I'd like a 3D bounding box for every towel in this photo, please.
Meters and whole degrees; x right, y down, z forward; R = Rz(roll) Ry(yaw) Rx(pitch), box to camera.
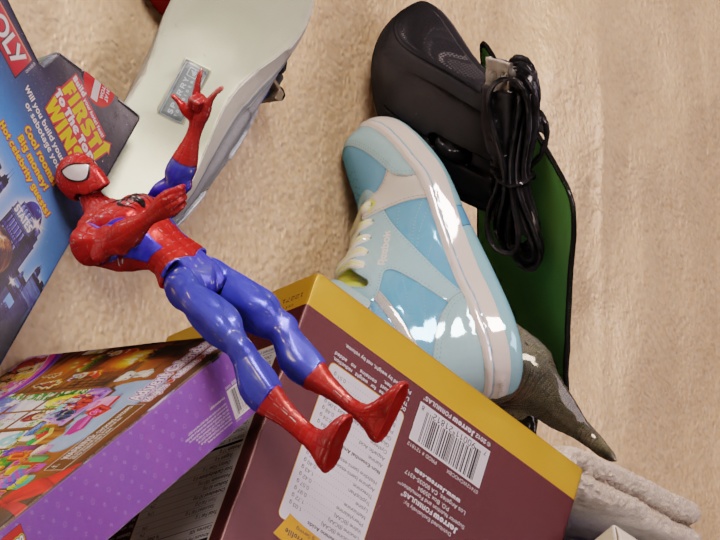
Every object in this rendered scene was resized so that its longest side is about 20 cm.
[{"bbox_3d":[0.109,0.137,1.342,0.200,0.132,0.035,30,57,-55],"label":"towel"}]

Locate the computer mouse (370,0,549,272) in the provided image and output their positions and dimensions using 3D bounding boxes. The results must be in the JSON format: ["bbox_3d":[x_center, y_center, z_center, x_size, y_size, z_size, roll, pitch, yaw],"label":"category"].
[{"bbox_3d":[0.049,-0.095,1.356,0.053,0.200,0.139,-15,124,-16],"label":"computer mouse"}]

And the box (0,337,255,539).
[{"bbox_3d":[-0.150,0.090,1.013,0.200,0.136,0.039,-39,116,-53],"label":"box"}]

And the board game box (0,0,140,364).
[{"bbox_3d":[-0.193,-0.064,1.053,0.200,0.062,0.200,-51,124,-49],"label":"board game box"}]

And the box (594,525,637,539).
[{"bbox_3d":[0.093,0.229,1.184,0.082,0.200,0.068,36,24,-28],"label":"box"}]

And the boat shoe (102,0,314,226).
[{"bbox_3d":[-0.089,-0.092,1.204,0.070,0.072,0.201,29,59,0],"label":"boat shoe"}]

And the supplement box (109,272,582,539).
[{"bbox_3d":[-0.019,0.150,1.148,0.197,0.133,0.200,37,54,-25],"label":"supplement box"}]

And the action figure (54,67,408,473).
[{"bbox_3d":[-0.061,-0.011,1.017,0.065,0.200,0.099,-25,144,-49],"label":"action figure"}]

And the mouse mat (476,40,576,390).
[{"bbox_3d":[0.099,-0.021,1.381,0.200,0.008,0.161,89,-17,-44],"label":"mouse mat"}]

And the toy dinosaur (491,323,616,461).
[{"bbox_3d":[0.074,0.064,1.363,0.077,0.200,0.103,-6,112,-31],"label":"toy dinosaur"}]

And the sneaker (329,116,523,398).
[{"bbox_3d":[0.000,0.000,1.317,0.080,0.130,0.200,95,-26,-53],"label":"sneaker"}]

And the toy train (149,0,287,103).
[{"bbox_3d":[-0.098,-0.161,1.242,0.200,0.034,0.046,55,45,-33],"label":"toy train"}]
